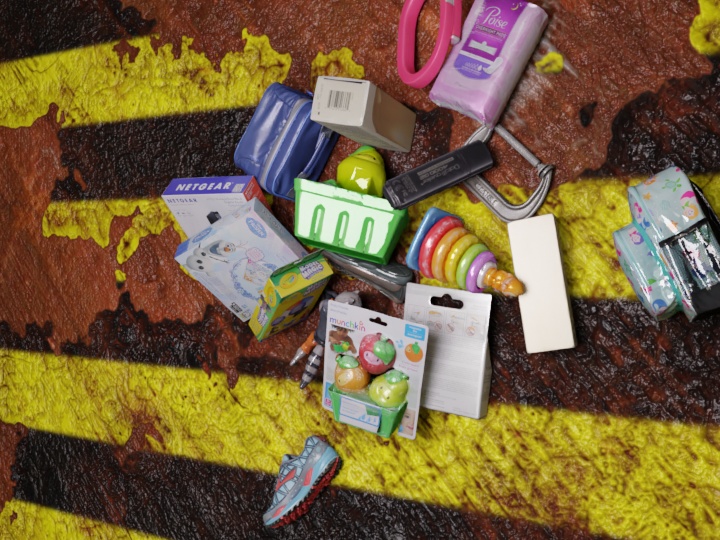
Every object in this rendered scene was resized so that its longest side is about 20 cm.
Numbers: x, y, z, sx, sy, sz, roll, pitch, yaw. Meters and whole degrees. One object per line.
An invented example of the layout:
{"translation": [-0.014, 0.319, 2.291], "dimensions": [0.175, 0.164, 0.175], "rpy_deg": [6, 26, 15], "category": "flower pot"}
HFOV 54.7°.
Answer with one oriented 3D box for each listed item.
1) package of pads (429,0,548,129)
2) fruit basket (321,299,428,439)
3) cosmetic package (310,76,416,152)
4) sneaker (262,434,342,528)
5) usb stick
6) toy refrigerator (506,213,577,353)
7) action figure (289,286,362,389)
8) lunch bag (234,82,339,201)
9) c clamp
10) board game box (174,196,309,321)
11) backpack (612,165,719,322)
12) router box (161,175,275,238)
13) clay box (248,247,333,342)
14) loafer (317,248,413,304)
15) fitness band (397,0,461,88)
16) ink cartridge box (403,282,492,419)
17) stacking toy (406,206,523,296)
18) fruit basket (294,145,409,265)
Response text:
{"translation": [0.208, -0.345, 1.134], "dimensions": [0.119, 0.075, 0.204], "rpy_deg": [30, 96, 28], "category": "package of pads"}
{"translation": [0.016, 0.166, 1.147], "dimensions": [0.180, 0.094, 0.206], "rpy_deg": [14, 117, 21], "category": "fruit basket"}
{"translation": [0.010, -0.261, 1.177], "dimensions": [0.103, 0.199, 0.073], "rpy_deg": [13, 93, 25], "category": "cosmetic package"}
{"translation": [-0.119, 0.392, 1.302], "dimensions": [0.201, 0.079, 0.096], "rpy_deg": [-49, 59, 9], "category": "sneaker"}
{"translation": [0.127, -0.154, 1.120], "dimensions": [0.196, 0.033, 0.056], "rpy_deg": [-26, 73, -17], "category": "usb stick"}
{"translation": [0.287, 0.021, 1.096], "dimensions": [0.074, 0.070, 0.207], "rpy_deg": [-11, 85, 21], "category": "toy refrigerator"}
{"translation": [-0.035, 0.130, 1.244], "dimensions": [0.198, 0.103, 0.198], "rpy_deg": [33, 113, 28], "category": "action figure"}
{"translation": [-0.121, -0.236, 1.281], "dimensions": [0.131, 0.135, 0.204], "rpy_deg": [34, 102, 23], "category": "lunch bag"}
{"translation": [0.243, -0.187, 1.148], "dimensions": [0.171, 0.027, 0.202], "rpy_deg": [-44, 69, 19], "category": "c clamp"}
{"translation": [-0.206, -0.014, 1.295], "dimensions": [0.195, 0.200, 0.044], "rpy_deg": [-25, 37, 24], "category": "board game box"}
{"translation": [0.432, -0.033, 0.960], "dimensions": [0.147, 0.177, 0.206], "rpy_deg": [-22, 75, 20], "category": "backpack"}
{"translation": [-0.255, -0.093, 1.331], "dimensions": [0.195, 0.182, 0.050], "rpy_deg": [2, 47, 28], "category": "router box"}
{"translation": [-0.122, 0.044, 1.226], "dimensions": [0.048, 0.113, 0.201], "rpy_deg": [54, 146, 14], "category": "clay box"}
{"translation": [0.000, 0.000, 1.248], "dimensions": [0.196, 0.071, 0.065], "rpy_deg": [24, 120, 24], "category": "loafer"}
{"translation": [0.114, -0.409, 1.177], "dimensions": [0.143, 0.037, 0.206], "rpy_deg": [-22, 60, 56], "category": "fitness band"}
{"translation": [0.144, 0.134, 1.178], "dimensions": [0.158, 0.057, 0.207], "rpy_deg": [7, 88, 28], "category": "ink cartridge box"}
{"translation": [0.178, -0.008, 1.107], "dimensions": [0.198, 0.115, 0.112], "rpy_deg": [33, 103, 37], "category": "stacking toy"}
{"translation": [-0.008, -0.130, 1.197], "dimensions": [0.208, 0.156, 0.223], "rpy_deg": [-1, 83, 6], "category": "fruit basket"}
